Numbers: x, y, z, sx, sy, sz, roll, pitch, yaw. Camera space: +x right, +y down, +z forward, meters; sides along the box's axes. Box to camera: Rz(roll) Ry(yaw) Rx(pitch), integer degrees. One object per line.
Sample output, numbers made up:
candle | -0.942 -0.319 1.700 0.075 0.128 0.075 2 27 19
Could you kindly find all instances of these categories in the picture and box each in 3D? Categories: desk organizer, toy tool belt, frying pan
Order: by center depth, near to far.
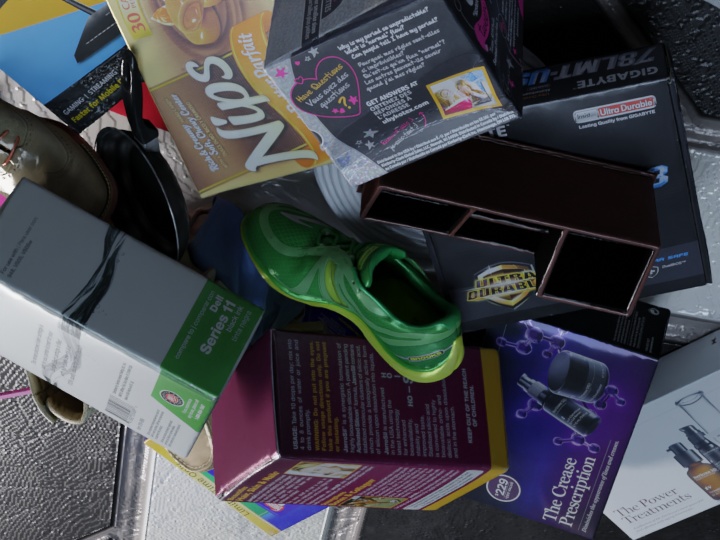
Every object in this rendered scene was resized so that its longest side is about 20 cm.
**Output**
desk organizer | 0.099 -0.037 1.190 0.198 0.077 0.072 12 131 -7
frying pan | -0.162 -0.084 1.247 0.031 0.115 0.192 -25 123 -28
toy tool belt | -0.114 -0.004 1.365 0.122 0.125 0.200 -3 139 45

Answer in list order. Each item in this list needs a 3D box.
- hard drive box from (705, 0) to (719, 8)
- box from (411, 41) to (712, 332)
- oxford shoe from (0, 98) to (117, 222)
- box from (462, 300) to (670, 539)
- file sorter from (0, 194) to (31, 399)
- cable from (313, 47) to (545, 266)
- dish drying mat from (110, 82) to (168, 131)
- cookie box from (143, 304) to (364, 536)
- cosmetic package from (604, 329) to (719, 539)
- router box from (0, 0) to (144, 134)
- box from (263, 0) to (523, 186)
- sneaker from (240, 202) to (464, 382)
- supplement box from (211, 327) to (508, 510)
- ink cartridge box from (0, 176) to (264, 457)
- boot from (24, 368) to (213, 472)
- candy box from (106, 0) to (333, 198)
hard drive box | 0.192 -0.280 1.101 0.199 0.077 0.156 23 133 -17
box | 0.140 -0.055 1.258 0.198 0.050 0.199 -10 133 10
oxford shoe | -0.266 -0.091 1.273 0.199 0.075 0.071 32 100 17
box | 0.158 0.109 1.453 0.140 0.079 0.201 18 126 8
file sorter | -0.328 -0.002 1.397 0.138 0.126 0.201 -11 133 17
cable | 0.057 -0.092 1.307 0.199 0.070 0.200 24 132 -18
dish drying mat | -0.144 -0.136 1.320 0.198 0.018 0.077 19 133 -13
cookie box | -0.061 0.129 1.535 0.199 0.076 0.171 -30 125 31
cosmetic package | 0.278 0.147 1.538 0.199 0.052 0.151 -30 122 31
router box | -0.181 -0.206 1.217 0.199 0.051 0.149 -35 121 26
box | 0.024 -0.177 1.133 0.131 0.201 0.115 -21 128 24
sneaker | 0.000 0.000 1.311 0.199 0.074 0.084 33 141 16
supplement box | -0.002 0.120 1.370 0.198 0.104 0.131 6 157 -26
ink cartridge box | -0.184 0.036 1.269 0.199 0.083 0.147 29 154 -3
boot | -0.189 0.097 1.413 0.072 0.155 0.201 -24 99 26
candy box | -0.090 -0.153 1.189 0.114 0.056 0.201 -13 128 13
